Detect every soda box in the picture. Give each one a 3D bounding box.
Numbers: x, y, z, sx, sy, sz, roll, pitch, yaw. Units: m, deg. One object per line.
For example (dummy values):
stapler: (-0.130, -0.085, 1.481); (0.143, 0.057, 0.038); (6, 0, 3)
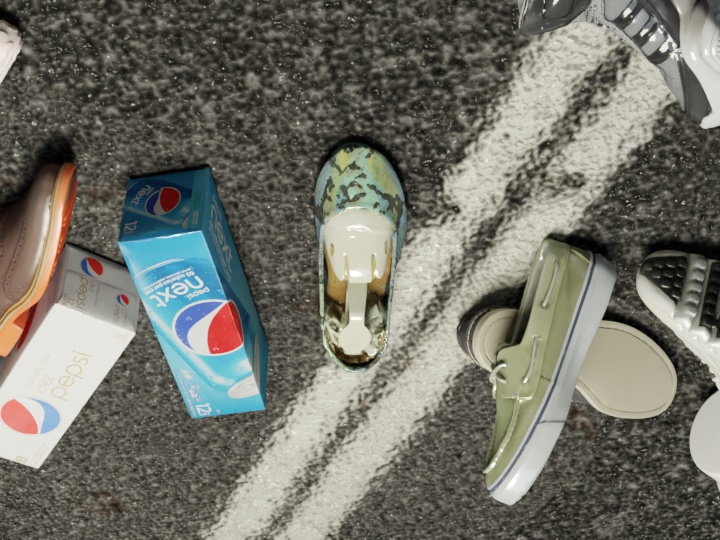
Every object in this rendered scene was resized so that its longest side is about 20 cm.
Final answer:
soda box: (-0.245, 0.073, 1.076); (0.068, 0.064, 0.200); (22, 132, -22)
soda box: (-0.121, 0.022, 1.022); (0.063, 0.068, 0.201); (-8, 135, 7)

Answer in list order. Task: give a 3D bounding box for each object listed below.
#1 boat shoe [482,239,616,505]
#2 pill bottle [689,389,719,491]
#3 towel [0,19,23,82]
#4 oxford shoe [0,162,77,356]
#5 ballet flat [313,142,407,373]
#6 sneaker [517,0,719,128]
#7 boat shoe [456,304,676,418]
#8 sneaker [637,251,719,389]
boat shoe: (0.129, 0.074, 1.022); (0.061, 0.202, 0.072); (23, 169, -5)
pill bottle: (0.374, 0.174, 1.157); (0.199, 0.112, 0.111); (31, 127, -29)
towel: (-0.349, -0.134, 0.886); (0.198, 0.032, 0.191); (25, 130, -25)
oxford shoe: (-0.260, -0.011, 0.987); (0.072, 0.072, 0.200); (23, 131, -16)
ballet flat: (0.000, 0.000, 1.004); (0.073, 0.075, 0.201); (-2, 135, 1)
sneaker: (0.158, -0.162, 0.841); (0.113, 0.076, 0.201); (-18, 128, 17)
boat shoe: (0.167, 0.070, 1.101); (0.198, 0.074, 0.063); (16, 177, -24)
sneaker: (0.288, 0.061, 1.037); (0.199, 0.076, 0.081); (34, 144, -4)
